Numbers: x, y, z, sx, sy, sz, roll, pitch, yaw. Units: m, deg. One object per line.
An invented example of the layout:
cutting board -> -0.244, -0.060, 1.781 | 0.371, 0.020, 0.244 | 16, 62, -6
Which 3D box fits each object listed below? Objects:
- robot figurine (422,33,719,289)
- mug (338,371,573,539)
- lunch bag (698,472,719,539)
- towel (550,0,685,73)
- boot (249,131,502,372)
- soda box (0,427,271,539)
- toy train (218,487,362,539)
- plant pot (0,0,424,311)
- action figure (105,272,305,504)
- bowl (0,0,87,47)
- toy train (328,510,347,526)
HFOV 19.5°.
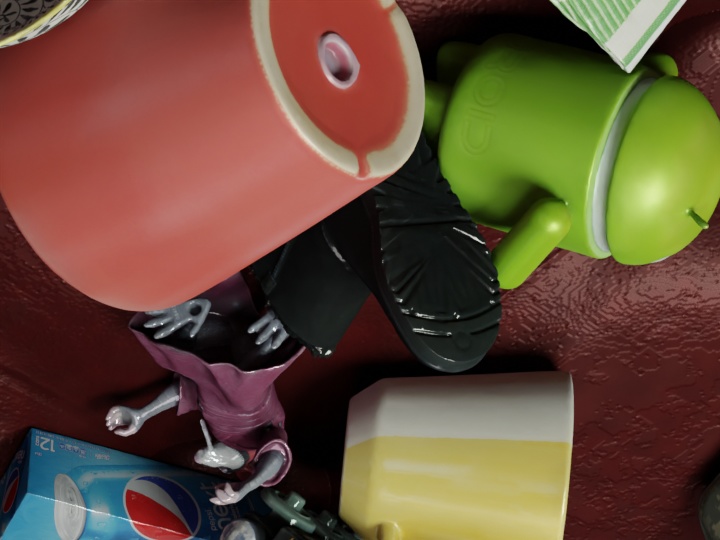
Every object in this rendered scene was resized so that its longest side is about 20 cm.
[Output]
robot figurine -> 0.125, -0.072, 1.238 | 0.200, 0.176, 0.116 | 17, 135, 24
mug -> 0.063, 0.142, 1.436 | 0.153, 0.187, 0.150 | 6, 106, 1
lunch bag -> 0.373, 0.172, 1.518 | 0.167, 0.140, 0.200 | 5, 136, -32
towel -> 0.132, -0.223, 1.145 | 0.153, 0.023, 0.200 | -50, 124, -1
boot -> -0.001, 0.001, 1.257 | 0.073, 0.199, 0.163 | -9, 155, -31
soda box -> -0.159, 0.182, 1.523 | 0.199, 0.064, 0.068 | 17, 130, -21
toy train -> -0.022, 0.222, 1.463 | 0.085, 0.114, 0.200 | -52, 147, 1
plant pot -> -0.075, -0.092, 1.143 | 0.177, 0.201, 0.200 | -18, 135, 36
action figure -> -0.087, 0.074, 1.427 | 0.149, 0.134, 0.200 | -44, 153, -21
bowl -> -0.191, -0.194, 1.102 | 0.200, 0.201, 0.094 | -19, 164, 13
toy train -> -0.079, 0.238, 1.596 | 0.200, 0.046, 0.034 | -29, 130, 21
